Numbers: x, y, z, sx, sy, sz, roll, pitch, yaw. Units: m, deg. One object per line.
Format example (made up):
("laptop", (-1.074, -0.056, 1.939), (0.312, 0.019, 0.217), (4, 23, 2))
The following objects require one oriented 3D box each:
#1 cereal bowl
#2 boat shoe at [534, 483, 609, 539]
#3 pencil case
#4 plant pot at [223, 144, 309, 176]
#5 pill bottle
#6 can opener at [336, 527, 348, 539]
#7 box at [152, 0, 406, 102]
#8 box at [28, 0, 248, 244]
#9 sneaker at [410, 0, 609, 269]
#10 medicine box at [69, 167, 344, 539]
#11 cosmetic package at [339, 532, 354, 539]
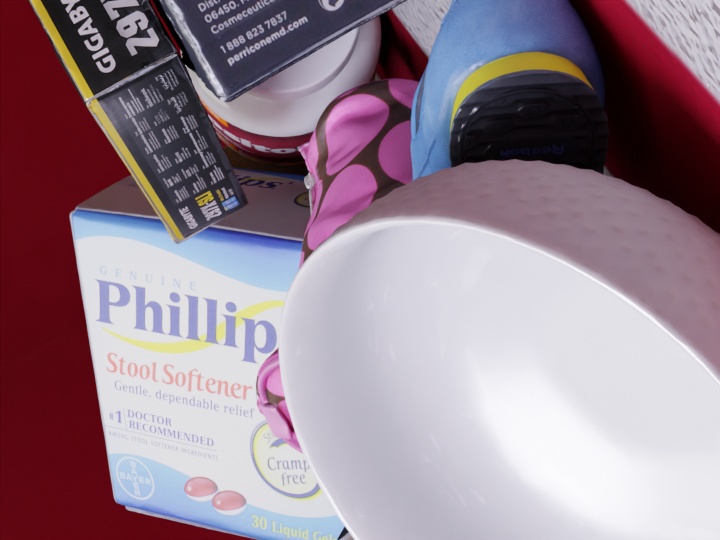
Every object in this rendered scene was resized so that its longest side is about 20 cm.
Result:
("cereal bowl", (0.075, 0.047, 0.587), (0.200, 0.083, 0.200), (26, 137, 28))
("boat shoe", (0.063, 0.064, 0.748), (0.063, 0.074, 0.201), (54, -177, -19))
("pencil case", (0.000, 0.000, 0.899), (0.200, 0.094, 0.091), (-78, -22, -43))
("plant pot", (0.006, 0.017, 1.178), (0.200, 0.186, 0.186), (41, 167, 29))
("pill bottle", (-0.046, -0.127, 1.041), (0.113, 0.113, 0.200), (61, 177, 3))
("can opener", (0.047, 0.098, 0.993), (0.079, 0.200, 0.063), (43, 154, -12))
("box", (-0.066, -0.193, 0.764), (0.200, 0.117, 0.197), (61, 177, -15))
("box", (-0.123, -0.116, 0.859), (0.160, 0.049, 0.200), (61, 177, 16))
("sneaker", (0.048, -0.028, 0.659), (0.200, 0.066, 0.078), (95, 170, -50))
("medicine box", (-0.060, 0.048, 1.072), (0.182, 0.103, 0.200), (8, 117, 31))
("cosmetic package", (0.018, 0.235, 0.924), (0.087, 0.103, 0.200), (30, 143, 39))
